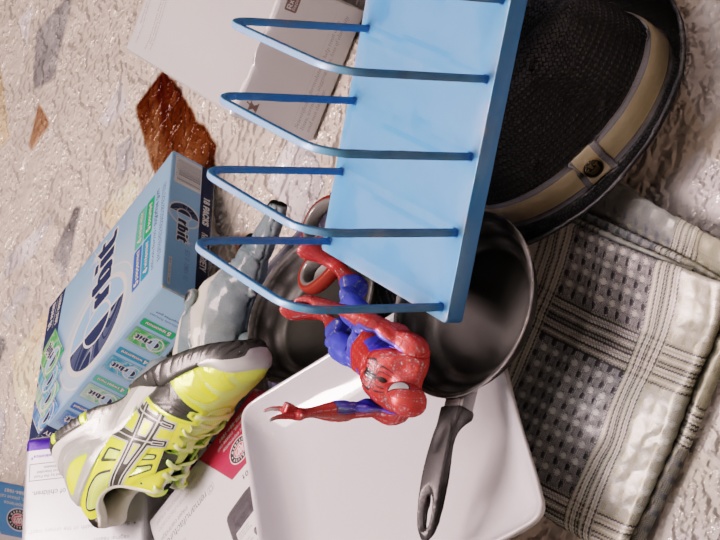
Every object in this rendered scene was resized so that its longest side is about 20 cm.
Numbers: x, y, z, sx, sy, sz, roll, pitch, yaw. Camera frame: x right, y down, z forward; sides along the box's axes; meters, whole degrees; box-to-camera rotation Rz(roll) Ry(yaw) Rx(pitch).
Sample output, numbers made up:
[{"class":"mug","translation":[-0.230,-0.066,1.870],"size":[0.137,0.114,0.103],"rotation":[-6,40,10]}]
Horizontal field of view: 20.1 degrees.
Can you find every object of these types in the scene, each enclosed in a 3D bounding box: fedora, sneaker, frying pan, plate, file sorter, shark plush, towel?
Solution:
[{"class":"fedora","translation":[0.100,-0.112,1.243],"size":[0.200,0.092,0.201],"rotation":[-35,36,30]},{"class":"sneaker","translation":[-0.127,0.109,1.387],"size":[0.200,0.075,0.077],"rotation":[-35,70,35]},{"class":"frying pan","translation":[-0.010,-0.005,1.388],"size":[0.190,0.031,0.115],"rotation":[-56,38,0]},{"class":"plate","translation":[0.020,0.120,1.244],"size":[0.200,0.032,0.200],"rotation":[-32,44,21]},{"class":"file sorter","translation":[-0.008,-0.085,1.190],"size":[0.139,0.122,0.201],"rotation":[31,116,51]},{"class":"frying pan","translation":[0.070,0.054,1.195],"size":[0.115,0.031,0.191],"rotation":[-33,53,36]},{"class":"shark plush","translation":[-0.083,0.047,1.478],"size":[0.083,0.091,0.200],"rotation":[34,99,41]},{"class":"towel","translation":[0.136,0.049,1.211],"size":[0.192,0.034,0.201],"rotation":[31,101,54]}]

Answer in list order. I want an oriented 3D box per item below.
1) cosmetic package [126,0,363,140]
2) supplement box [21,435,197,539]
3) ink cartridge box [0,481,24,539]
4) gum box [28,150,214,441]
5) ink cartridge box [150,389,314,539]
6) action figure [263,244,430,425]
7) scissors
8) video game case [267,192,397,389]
[{"class":"cosmetic package","translation":[-0.093,-0.186,1.579],"size":[0.200,0.081,0.113],"rotation":[36,106,52]},{"class":"supplement box","translation":[-0.181,0.226,1.472],"size":[0.103,0.101,0.201],"rotation":[-8,67,16]},{"class":"ink cartridge box","translation":[-0.361,0.278,1.686],"size":[0.146,0.146,0.201],"rotation":[-18,62,48]},{"class":"gum box","translation":[-0.188,0.029,1.608],"size":[0.200,0.044,0.170],"rotation":[-48,26,31]},{"class":"ink cartridge box","translation":[-0.051,0.204,1.353],"size":[0.145,0.083,0.200],"rotation":[-51,40,25]},{"class":"action figure","translation":[-0.024,0.040,1.229],"size":[0.200,0.099,0.065],"rotation":[44,122,59]},{"class":"scissors","translation":[0.018,-0.061,1.328],"size":[0.200,0.014,0.073],"rotation":[-45,33,34]},{"class":"video game case","translation":[-0.008,0.007,1.436],"size":[0.200,0.019,0.143],"rotation":[-48,42,32]}]
